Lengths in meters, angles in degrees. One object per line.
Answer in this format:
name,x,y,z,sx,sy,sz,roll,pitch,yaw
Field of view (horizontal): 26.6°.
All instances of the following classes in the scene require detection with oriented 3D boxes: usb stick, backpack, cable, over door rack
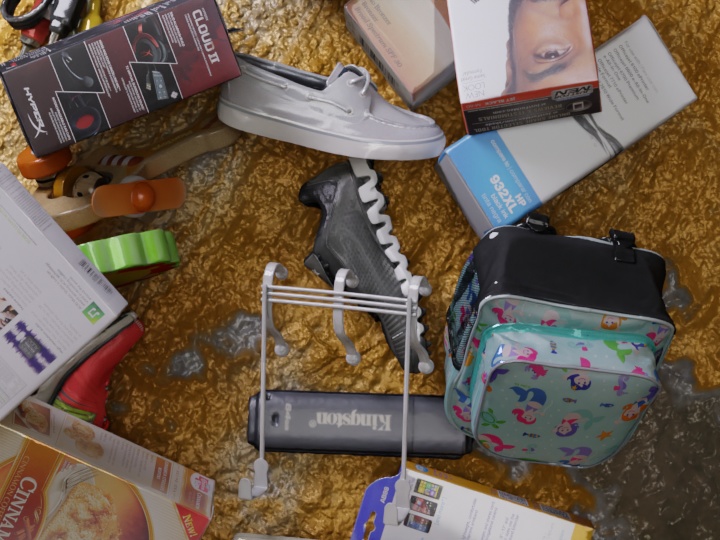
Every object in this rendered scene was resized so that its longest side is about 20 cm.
usb stick,0.000,0.134,1.328,0.197,0.033,0.056,2,89,0
backpack,0.154,0.074,1.243,0.175,0.201,0.152,8,55,-8
cable,-0.249,-0.266,1.349,0.096,0.050,0.202,19,76,11
over door rack,-0.018,0.100,1.272,0.146,0.066,0.203,5,88,22

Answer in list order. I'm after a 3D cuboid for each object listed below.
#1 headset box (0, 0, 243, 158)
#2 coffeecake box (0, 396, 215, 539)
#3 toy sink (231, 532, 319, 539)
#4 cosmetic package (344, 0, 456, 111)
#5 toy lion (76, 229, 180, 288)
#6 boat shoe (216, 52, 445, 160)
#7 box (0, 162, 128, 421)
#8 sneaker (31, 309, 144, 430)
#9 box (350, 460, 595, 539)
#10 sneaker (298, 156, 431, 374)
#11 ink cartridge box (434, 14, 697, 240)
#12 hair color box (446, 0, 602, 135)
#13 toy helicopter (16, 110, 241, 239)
headset box,-0.193,-0.169,1.255,0.198,0.149,0.076,-24,105,-11
coffeecake box,-0.242,0.212,1.266,0.198,0.073,0.155,26,106,-11
toy sink,-0.023,0.308,1.257,0.197,0.112,0.132,6,108,5
cosmetic package,0.092,-0.242,1.315,0.199,0.087,0.104,-39,87,-2
toy lion,-0.252,0.005,1.256,0.190,0.200,0.070,-16,86,18
boat shoe,-0.022,-0.143,1.295,0.198,0.072,0.069,13,111,6
box,-0.294,0.037,1.153,0.199,0.036,0.145,-39,97,15
sneaker,-0.242,0.122,1.315,0.085,0.077,0.201,39,99,-5
box,0.091,0.245,1.317,0.198,0.041,0.120,18,95,2
sneaker,0.000,0.000,1.320,0.090,0.066,0.202,-19,84,2
ink cartridge box,0.168,-0.115,1.281,0.199,0.145,0.084,-34,88,-1
hair color box,0.123,-0.218,1.207,0.109,0.064,0.202,-9,70,8
toy helicopter,-0.187,-0.087,1.297,0.199,0.132,0.080,-28,118,-18
